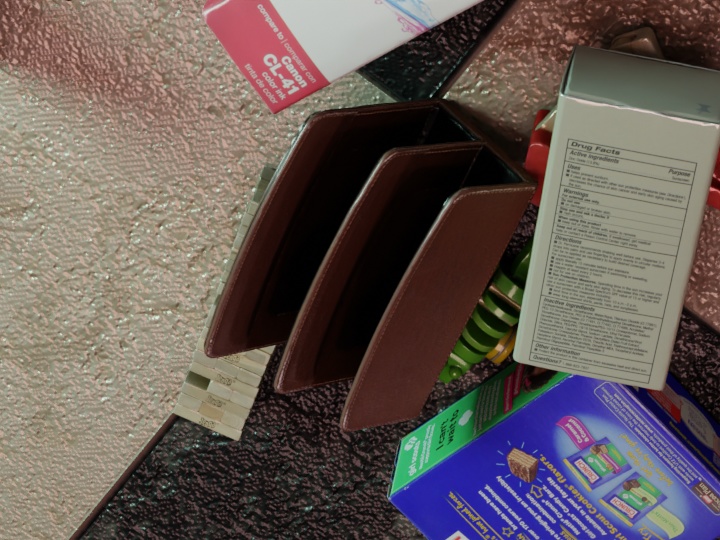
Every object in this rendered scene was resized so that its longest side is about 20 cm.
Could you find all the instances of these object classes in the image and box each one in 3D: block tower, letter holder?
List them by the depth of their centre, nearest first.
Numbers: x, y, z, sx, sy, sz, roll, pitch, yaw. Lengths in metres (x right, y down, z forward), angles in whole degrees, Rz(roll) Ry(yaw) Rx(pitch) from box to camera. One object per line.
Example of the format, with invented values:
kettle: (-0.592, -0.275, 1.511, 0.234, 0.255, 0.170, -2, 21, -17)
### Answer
letter holder: (0.000, 0.000, 1.366, 0.101, 0.142, 0.201, 45, 124, 30)
block tower: (-0.075, 0.021, 1.471, 0.058, 0.054, 0.201, 23, 122, -2)

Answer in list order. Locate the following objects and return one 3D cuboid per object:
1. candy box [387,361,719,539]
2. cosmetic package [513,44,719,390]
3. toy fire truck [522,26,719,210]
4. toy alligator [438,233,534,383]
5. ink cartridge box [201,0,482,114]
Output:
candy box: (0.147, 0.147, 1.483, 0.200, 0.077, 0.169, -37, 108, 27)
cosmetic package: (0.162, -0.032, 1.318, 0.105, 0.071, 0.201, 12, 124, 5)
toy fire truck: (0.198, -0.109, 1.335, 0.140, 0.049, 0.201, 24, 123, -3)
toy alligator: (0.074, 0.047, 1.453, 0.059, 0.054, 0.200, 35, 121, -9)
ink cartridge box: (0.018, -0.197, 1.266, 0.199, 0.148, 0.086, -24, 113, 25)
